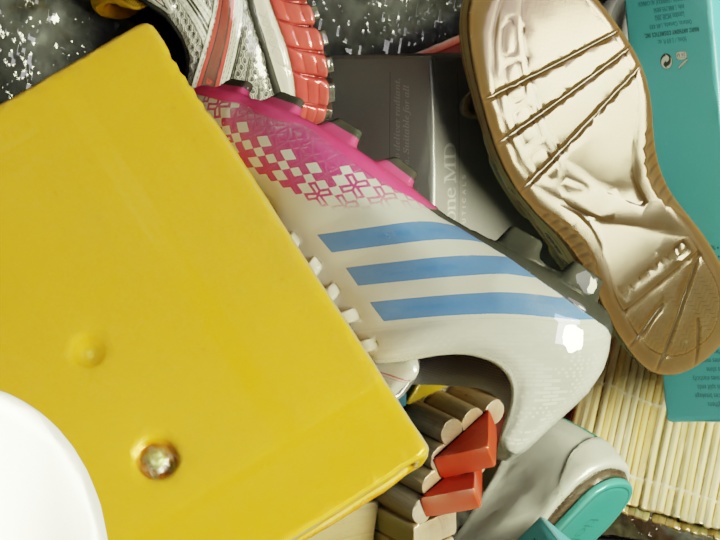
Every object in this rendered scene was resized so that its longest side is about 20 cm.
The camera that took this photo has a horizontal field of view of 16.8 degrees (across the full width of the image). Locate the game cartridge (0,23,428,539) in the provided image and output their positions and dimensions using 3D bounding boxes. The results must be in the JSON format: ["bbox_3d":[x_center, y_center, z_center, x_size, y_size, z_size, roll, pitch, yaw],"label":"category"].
[{"bbox_3d":[-0.100,0.033,0.910,0.176,0.032,0.200,-31,79,-10],"label":"game cartridge"}]

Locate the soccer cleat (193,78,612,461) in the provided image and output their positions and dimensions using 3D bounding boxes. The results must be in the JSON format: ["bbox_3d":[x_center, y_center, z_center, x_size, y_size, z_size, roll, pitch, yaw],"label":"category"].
[{"bbox_3d":[0.000,0.000,0.948,0.086,0.200,0.070,-58,167,-9],"label":"soccer cleat"}]

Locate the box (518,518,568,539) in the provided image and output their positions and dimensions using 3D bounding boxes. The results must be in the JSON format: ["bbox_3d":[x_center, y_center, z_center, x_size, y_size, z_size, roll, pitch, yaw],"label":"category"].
[{"bbox_3d":[0.041,0.207,1.059,0.200,0.049,0.082,-45,124,6],"label":"box"}]

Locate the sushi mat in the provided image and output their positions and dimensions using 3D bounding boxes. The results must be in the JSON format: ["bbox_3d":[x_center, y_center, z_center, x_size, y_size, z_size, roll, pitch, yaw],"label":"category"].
[{"bbox_3d":[0.158,0.035,1.173,0.096,0.012,0.200,17,55,0],"label":"sushi mat"}]

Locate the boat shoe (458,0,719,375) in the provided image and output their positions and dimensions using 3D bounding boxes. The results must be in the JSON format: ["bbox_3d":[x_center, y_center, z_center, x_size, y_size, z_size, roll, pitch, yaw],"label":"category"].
[{"bbox_3d":[0.090,-0.044,1.030,0.073,0.063,0.200,-31,114,-11],"label":"boat shoe"}]

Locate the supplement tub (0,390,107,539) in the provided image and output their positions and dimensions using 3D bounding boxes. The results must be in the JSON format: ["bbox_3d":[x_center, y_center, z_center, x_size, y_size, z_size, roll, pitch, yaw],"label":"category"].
[{"bbox_3d":[-0.192,0.096,0.804,0.145,0.200,0.145,1,89,-45],"label":"supplement tub"}]

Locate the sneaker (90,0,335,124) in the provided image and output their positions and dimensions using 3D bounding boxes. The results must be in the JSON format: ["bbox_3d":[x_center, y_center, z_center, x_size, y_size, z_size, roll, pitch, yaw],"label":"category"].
[{"bbox_3d":[-0.079,-0.145,1.007,0.082,0.078,0.200,-21,89,-9],"label":"sneaker"}]

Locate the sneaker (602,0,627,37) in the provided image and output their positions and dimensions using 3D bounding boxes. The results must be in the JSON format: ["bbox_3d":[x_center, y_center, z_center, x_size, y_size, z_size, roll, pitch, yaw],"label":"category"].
[{"bbox_3d":[0.172,-0.047,1.255,0.075,0.082,0.200,-23,105,-43],"label":"sneaker"}]

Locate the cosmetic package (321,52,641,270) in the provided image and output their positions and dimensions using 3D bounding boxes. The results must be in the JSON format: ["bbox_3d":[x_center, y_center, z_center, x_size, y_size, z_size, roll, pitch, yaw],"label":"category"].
[{"bbox_3d":[0.068,-0.046,1.100,0.200,0.090,0.107,-8,98,-47],"label":"cosmetic package"}]

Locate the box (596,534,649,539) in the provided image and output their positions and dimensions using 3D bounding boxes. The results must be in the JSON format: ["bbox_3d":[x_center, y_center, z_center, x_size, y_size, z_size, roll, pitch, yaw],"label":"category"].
[{"bbox_3d":[0.147,0.226,1.143,0.117,0.197,0.200,11,82,-44],"label":"box"}]

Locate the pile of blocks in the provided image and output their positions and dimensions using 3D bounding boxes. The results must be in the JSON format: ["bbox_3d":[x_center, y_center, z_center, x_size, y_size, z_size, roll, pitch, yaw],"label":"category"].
[{"bbox_3d":[0.012,0.088,0.981,0.082,0.062,0.200,26,88,-43],"label":"pile of blocks"}]

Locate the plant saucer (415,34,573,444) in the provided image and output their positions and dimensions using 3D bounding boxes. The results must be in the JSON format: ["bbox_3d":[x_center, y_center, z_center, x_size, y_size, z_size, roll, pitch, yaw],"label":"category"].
[{"bbox_3d":[0.052,-0.013,1.167,0.200,0.037,0.200,-26,108,-41],"label":"plant saucer"}]

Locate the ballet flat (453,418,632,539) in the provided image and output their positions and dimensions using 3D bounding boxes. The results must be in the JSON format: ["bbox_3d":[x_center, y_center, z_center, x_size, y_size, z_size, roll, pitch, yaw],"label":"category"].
[{"bbox_3d":[0.043,0.145,1.113,0.069,0.069,0.200,27,108,-41],"label":"ballet flat"}]

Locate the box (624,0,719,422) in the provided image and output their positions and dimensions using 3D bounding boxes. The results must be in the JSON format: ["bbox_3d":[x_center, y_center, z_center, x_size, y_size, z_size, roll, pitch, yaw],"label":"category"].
[{"bbox_3d":[0.171,-0.036,1.106,0.082,0.049,0.200,-10,95,-45],"label":"box"}]
